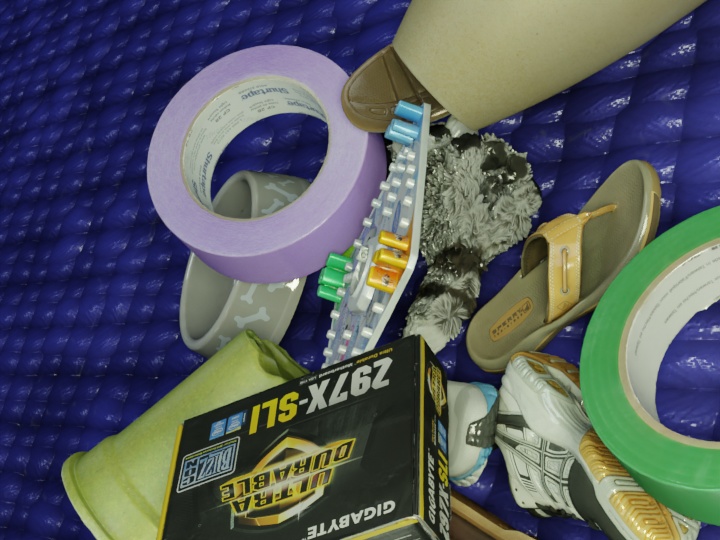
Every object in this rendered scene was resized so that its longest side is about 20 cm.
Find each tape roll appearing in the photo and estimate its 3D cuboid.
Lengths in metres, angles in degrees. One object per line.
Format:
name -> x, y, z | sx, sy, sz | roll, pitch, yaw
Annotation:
tape roll -> 0.228, 0.049, 0.746 | 0.200, 0.048, 0.201 | -23, 42, 23
tape roll -> -0.081, -0.093, 1.111 | 0.199, 0.066, 0.201 | -7, 66, 15

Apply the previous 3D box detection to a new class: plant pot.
plant pot -> -0.106, 0.157, 1.049 | 0.184, 0.200, 0.200 | -47, 37, 4
plant pot -> 0.125, -0.205, 0.943 | 0.200, 0.187, 0.188 | -42, 39, 15

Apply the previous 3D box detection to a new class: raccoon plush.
raccoon plush -> 0.049, -0.039, 1.018 | 0.200, 0.097, 0.134 | -54, 27, -14

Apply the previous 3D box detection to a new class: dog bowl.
dog bowl -> -0.112, -0.003, 1.212 | 0.200, 0.059, 0.201 | -47, 33, 44

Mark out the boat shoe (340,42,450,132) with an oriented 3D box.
boat shoe -> 0.079, -0.168, 1.054 | 0.200, 0.065, 0.072 | -28, 86, 4

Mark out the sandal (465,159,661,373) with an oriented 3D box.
sandal -> 0.139, -0.002, 0.931 | 0.200, 0.054, 0.080 | -45, 38, 25

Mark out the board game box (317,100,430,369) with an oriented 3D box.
board game box -> 0.000, 0.000, 0.962 | 0.200, 0.026, 0.200 | -83, 15, -51

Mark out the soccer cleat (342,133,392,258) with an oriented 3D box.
soccer cleat -> 0.013, -0.089, 1.151 | 0.081, 0.067, 0.201 | -6, 70, 40

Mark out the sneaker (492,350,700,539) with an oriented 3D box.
sneaker -> 0.146, 0.137, 0.835 | 0.088, 0.075, 0.200 | -67, 28, 19

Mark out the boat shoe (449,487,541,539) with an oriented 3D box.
boat shoe -> 0.078, 0.195, 0.868 | 0.200, 0.070, 0.070 | 23, 83, 55

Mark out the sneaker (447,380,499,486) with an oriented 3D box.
sneaker -> 0.033, 0.104, 0.930 | 0.200, 0.086, 0.075 | -178, 105, -71

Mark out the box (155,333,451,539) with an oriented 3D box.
box -> -0.038, 0.140, 0.844 | 0.199, 0.049, 0.160 | -22, 34, 20
